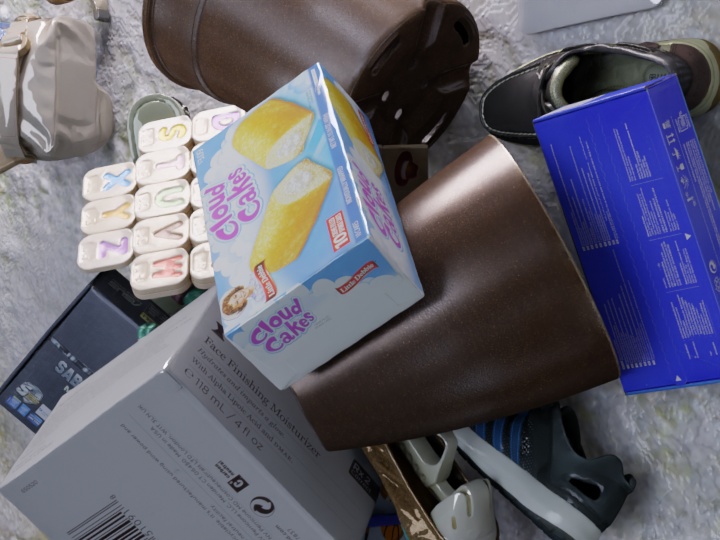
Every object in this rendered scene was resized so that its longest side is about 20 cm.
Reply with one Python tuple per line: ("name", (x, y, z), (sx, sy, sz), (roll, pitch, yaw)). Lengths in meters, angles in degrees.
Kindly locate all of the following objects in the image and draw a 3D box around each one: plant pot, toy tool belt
("plant pot", (0.045, 0.038, 1.093), (0.200, 0.187, 0.187), (-28, 66, 0))
("plant pot", (-0.029, -0.183, 1.227), (0.198, 0.200, 0.201), (37, 115, 30))
("toy tool belt", (-0.318, -0.198, 1.545), (0.123, 0.125, 0.201), (-6, 85, 35))

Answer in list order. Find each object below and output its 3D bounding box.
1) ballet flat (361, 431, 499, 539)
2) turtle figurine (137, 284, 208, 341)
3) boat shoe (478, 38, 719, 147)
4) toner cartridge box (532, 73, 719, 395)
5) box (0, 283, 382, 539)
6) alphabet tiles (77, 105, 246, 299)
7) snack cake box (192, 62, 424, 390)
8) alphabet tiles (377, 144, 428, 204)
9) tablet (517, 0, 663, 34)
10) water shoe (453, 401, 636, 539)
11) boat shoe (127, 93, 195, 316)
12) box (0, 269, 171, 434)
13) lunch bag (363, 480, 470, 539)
("ballet flat", (0.055, 0.149, 1.155), (0.200, 0.068, 0.072), (60, 139, 18))
("turtle figurine", (-0.109, 0.041, 1.312), (0.101, 0.149, 0.200), (86, 163, -51))
("boat shoe", (0.156, -0.128, 1.125), (0.200, 0.066, 0.072), (-4, 88, 44))
("toner cartridge box", (0.193, -0.021, 1.065), (0.095, 0.043, 0.201), (-12, 100, 44))
("box", (-0.120, 0.151, 1.198), (0.200, 0.131, 0.199), (-35, 105, 30))
("alphabet tiles", (-0.141, -0.061, 1.339), (0.195, 0.015, 0.200), (-10, 47, 6))
("snack cake box", (-0.039, -0.033, 1.056), (0.115, 0.067, 0.200), (-33, 39, 14))
("alphabet tiles", (0.000, 0.000, 1.193), (0.008, 0.167, 0.201), (-92, 1, -63))
("tablet", (0.160, -0.279, 1.158), (0.130, 0.014, 0.201), (-5, 86, 44))
("water shoe", (0.123, 0.127, 1.171), (0.079, 0.072, 0.200), (-44, 45, -5))
("boat shoe", (-0.172, -0.057, 1.448), (0.071, 0.061, 0.202), (-1, 93, 6))
("box", (-0.191, 0.116, 1.374), (0.200, 0.051, 0.158), (42, 116, -7))
("lunch bag", (0.009, 0.232, 1.265), (0.200, 0.075, 0.161), (-11, 80, 42))
